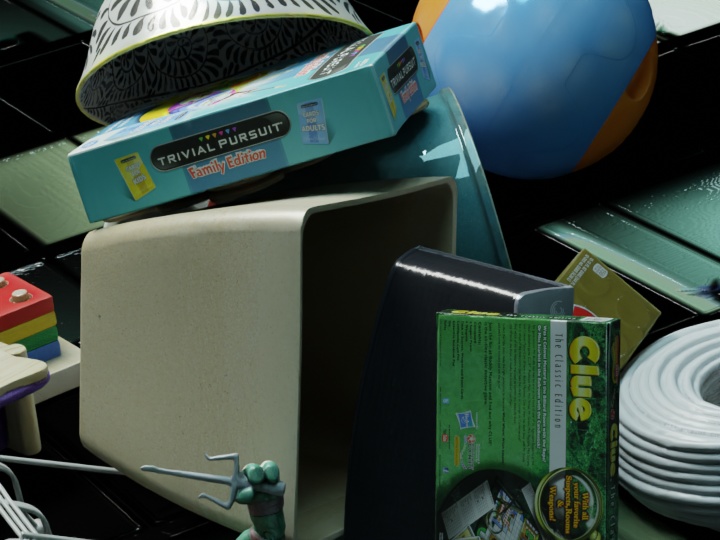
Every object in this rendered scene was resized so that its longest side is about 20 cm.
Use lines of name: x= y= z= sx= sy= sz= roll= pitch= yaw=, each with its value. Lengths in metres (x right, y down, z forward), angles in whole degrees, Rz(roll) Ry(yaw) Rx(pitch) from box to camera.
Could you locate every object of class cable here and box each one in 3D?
cable: x=0.247 y=0.091 z=1.650 sx=0.199 sy=0.070 sz=0.200 roll=7 pitch=28 yaw=32

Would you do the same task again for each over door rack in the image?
over door rack: x=-0.152 y=0.160 z=1.655 sx=0.198 sy=0.067 sz=0.148 roll=-3 pitch=20 yaw=-24

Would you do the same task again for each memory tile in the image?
memory tile: x=-0.061 y=-0.077 z=1.740 sx=0.153 sy=0.017 sz=0.199 roll=-8 pitch=14 yaw=44

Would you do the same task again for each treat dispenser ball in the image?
treat dispenser ball: x=0.137 y=-0.174 z=2.133 sx=0.199 sy=0.202 sz=0.201 roll=-7 pitch=23 yaw=3

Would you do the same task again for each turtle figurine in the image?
turtle figurine: x=-0.070 y=0.183 z=1.502 sx=0.199 sy=0.101 sz=0.151 roll=19 pitch=74 yaw=26

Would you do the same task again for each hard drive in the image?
hard drive: x=0.051 y=0.095 z=1.544 sx=0.134 sy=0.202 sz=0.042 roll=16 pitch=9 yaw=42

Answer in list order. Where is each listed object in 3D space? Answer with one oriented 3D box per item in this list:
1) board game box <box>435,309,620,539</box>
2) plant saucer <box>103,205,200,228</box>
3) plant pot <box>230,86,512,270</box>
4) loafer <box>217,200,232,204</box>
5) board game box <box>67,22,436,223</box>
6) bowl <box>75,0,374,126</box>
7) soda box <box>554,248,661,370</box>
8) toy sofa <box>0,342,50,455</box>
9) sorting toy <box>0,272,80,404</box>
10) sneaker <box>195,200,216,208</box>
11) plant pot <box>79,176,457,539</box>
board game box: x=0.091 y=0.124 z=1.472 sx=0.104 sy=0.202 sz=0.023 roll=4 pitch=6 yaw=27
plant saucer: x=-0.140 y=0.006 z=1.834 sx=0.050 sy=0.202 sz=0.200 roll=8 pitch=25 yaw=6
plant pot: x=0.000 y=0.000 z=1.813 sx=0.187 sy=0.201 sz=0.200 roll=-17 pitch=23 yaw=-1
loafer: x=-0.085 y=-0.070 z=2.062 sx=0.069 sy=0.070 sz=0.200 roll=-10 pitch=-2 yaw=8
board game box: x=-0.064 y=-0.093 z=1.656 sx=0.199 sy=0.047 sz=0.151 roll=-16 pitch=11 yaw=15
bowl: x=-0.095 y=-0.168 z=1.746 sx=0.199 sy=0.095 sz=0.201 roll=-11 pitch=-16 yaw=-3
soda box: x=0.107 y=0.078 z=1.664 sx=0.068 sy=0.064 sz=0.200 roll=39 pitch=49 yaw=2
toy sofa: x=-0.295 y=0.121 z=1.758 sx=0.097 sy=0.083 sz=0.200 roll=17 pitch=34 yaw=37
sorting toy: x=-0.329 y=0.054 z=1.940 sx=0.198 sy=0.070 sz=0.200 roll=-22 pitch=27 yaw=-28
sneaker: x=-0.151 y=-0.060 z=2.023 sx=0.077 sy=0.082 sz=0.200 roll=-25 pitch=-12 yaw=-12
plant pot: x=-0.064 y=0.044 z=1.643 sx=0.176 sy=0.202 sz=0.200 roll=7 pitch=10 yaw=28
